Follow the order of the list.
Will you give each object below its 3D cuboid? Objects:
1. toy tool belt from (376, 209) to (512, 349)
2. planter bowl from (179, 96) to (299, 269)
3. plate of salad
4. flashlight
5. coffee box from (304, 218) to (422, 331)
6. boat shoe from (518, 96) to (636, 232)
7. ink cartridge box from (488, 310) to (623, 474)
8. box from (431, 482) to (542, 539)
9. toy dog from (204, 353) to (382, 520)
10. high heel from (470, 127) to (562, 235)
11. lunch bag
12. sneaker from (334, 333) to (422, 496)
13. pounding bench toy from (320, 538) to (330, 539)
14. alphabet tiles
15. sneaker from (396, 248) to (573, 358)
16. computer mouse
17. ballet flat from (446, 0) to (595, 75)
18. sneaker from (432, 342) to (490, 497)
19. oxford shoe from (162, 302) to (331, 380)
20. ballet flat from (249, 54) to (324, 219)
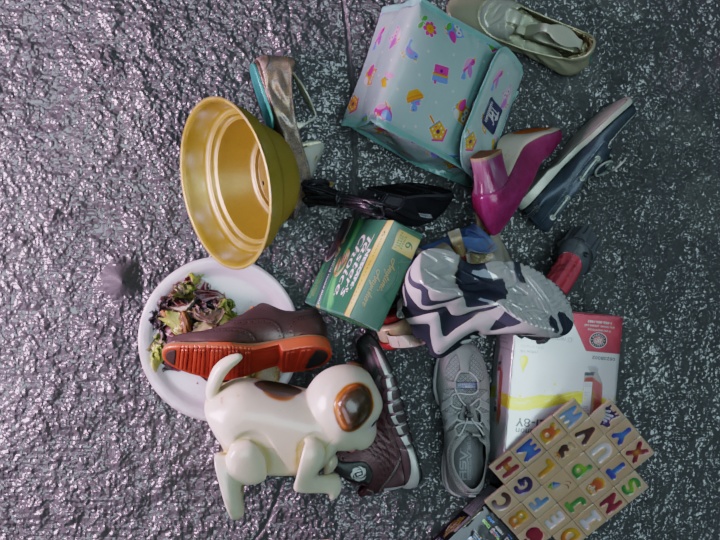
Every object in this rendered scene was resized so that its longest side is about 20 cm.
[{"bbox_3d":[0.093,0.000,1.424,0.198,0.125,0.124,-25,107,-15],"label":"toy tool belt"},{"bbox_3d":[-0.129,-0.107,1.378,0.083,0.199,0.203,-13,93,-37],"label":"planter bowl"},{"bbox_3d":[-0.170,0.084,1.421,0.198,0.048,0.203,0,91,-10],"label":"plate of salad"},{"bbox_3d":[0.242,0.009,1.425,0.068,0.067,0.200,59,41,-16],"label":"flashlight"},{"bbox_3d":[0.000,0.000,1.372,0.044,0.200,0.124,27,86,-17],"label":"coffee box"},{"bbox_3d":[0.284,-0.135,1.487,0.062,0.075,0.200,44,85,-6],"label":"boat shoe"},{"bbox_3d":[0.244,0.149,1.476,0.143,0.083,0.203,5,90,-10],"label":"ink cartridge box"},{"bbox_3d":[0.164,0.411,1.482,0.198,0.050,0.200,-42,97,-7],"label":"box"},{"bbox_3d":[-0.071,0.173,1.368,0.198,0.140,0.196,-15,96,3],"label":"toy dog"},{"bbox_3d":[0.200,-0.117,1.446,0.067,0.200,0.097,-1,108,33],"label":"high heel"},{"bbox_3d":[0.101,-0.212,1.433,0.199,0.122,0.172,24,82,-26],"label":"lunch bag"},{"bbox_3d":[-0.002,0.187,1.439,0.114,0.076,0.202,-17,94,-7],"label":"sneaker"},{"bbox_3d":[-0.061,0.405,1.387,0.123,0.156,0.203,2,90,-9],"label":"pounding bench toy"},{"bbox_3d":[0.257,0.254,1.438,0.200,0.006,0.167,-40,110,6],"label":"alphabet tiles"},{"bbox_3d":[0.131,0.051,1.325,0.197,0.130,0.080,10,58,-17],"label":"sneaker"},{"bbox_3d":[0.016,-0.081,1.420,0.139,0.199,0.047,15,105,31],"label":"computer mouse"},{"bbox_3d":[0.207,-0.307,1.476,0.198,0.069,0.070,19,87,-9],"label":"ballet flat"},{"bbox_3d":[0.137,0.186,1.458,0.074,0.082,0.203,-5,91,-10],"label":"sneaker"},{"bbox_3d":[-0.136,0.081,1.383,0.198,0.071,0.073,0,55,-16],"label":"oxford shoe"},{"bbox_3d":[-0.081,-0.167,1.427,0.067,0.068,0.202,-13,94,-17],"label":"ballet flat"}]
